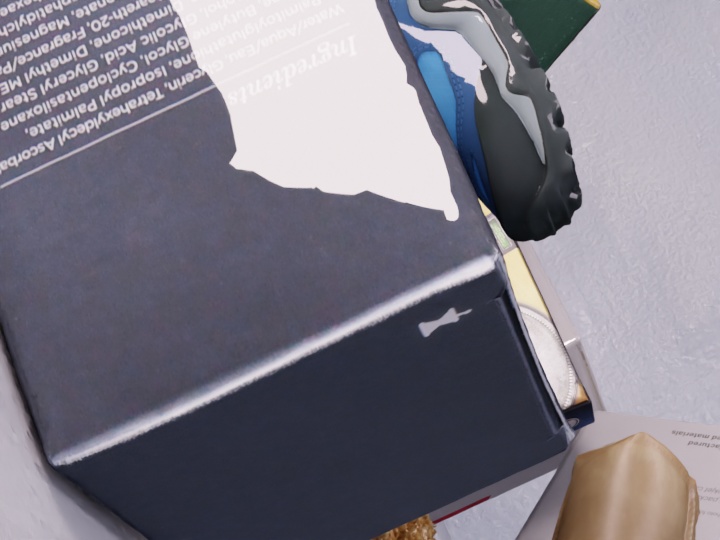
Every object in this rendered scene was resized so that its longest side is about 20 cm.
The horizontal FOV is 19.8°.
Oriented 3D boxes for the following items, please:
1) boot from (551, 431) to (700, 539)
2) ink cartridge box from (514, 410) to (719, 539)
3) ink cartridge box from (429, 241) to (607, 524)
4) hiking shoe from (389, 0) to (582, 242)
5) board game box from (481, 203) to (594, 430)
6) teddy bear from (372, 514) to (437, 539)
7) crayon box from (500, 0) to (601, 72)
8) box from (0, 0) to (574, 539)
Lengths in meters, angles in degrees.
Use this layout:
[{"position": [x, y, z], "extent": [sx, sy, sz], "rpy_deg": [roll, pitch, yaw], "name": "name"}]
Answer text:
[{"position": [0.071, 0.143, 0.689], "extent": [0.176, 0.065, 0.201], "rpy_deg": [84, 20, -58], "name": "boot"}, {"position": [0.136, 0.187, 0.874], "extent": [0.200, 0.145, 0.148], "rpy_deg": [-53, 133, -36], "name": "ink cartridge box"}, {"position": [0.016, 0.018, 1.000], "extent": [0.085, 0.144, 0.201], "rpy_deg": [65, 1, -46], "name": "ink cartridge box"}, {"position": [-0.010, -0.070, 0.648], "extent": [0.200, 0.086, 0.075], "rpy_deg": [50, -7, 29], "name": "hiking shoe"}, {"position": [0.000, 0.000, 0.894], "extent": [0.035, 0.134, 0.201], "rpy_deg": [63, 4, -68], "name": "board game box"}, {"position": [0.002, 0.095, 0.731], "extent": [0.145, 0.066, 0.202], "rpy_deg": [-21, 87, -87], "name": "teddy bear"}, {"position": [0.006, -0.175, 0.930], "extent": [0.199, 0.052, 0.126], "rpy_deg": [27, 23, -39], "name": "crayon box"}, {"position": [-0.039, -0.040, 0.522], "extent": [0.149, 0.106, 0.201], "rpy_deg": [61, 5, -67], "name": "box"}]
